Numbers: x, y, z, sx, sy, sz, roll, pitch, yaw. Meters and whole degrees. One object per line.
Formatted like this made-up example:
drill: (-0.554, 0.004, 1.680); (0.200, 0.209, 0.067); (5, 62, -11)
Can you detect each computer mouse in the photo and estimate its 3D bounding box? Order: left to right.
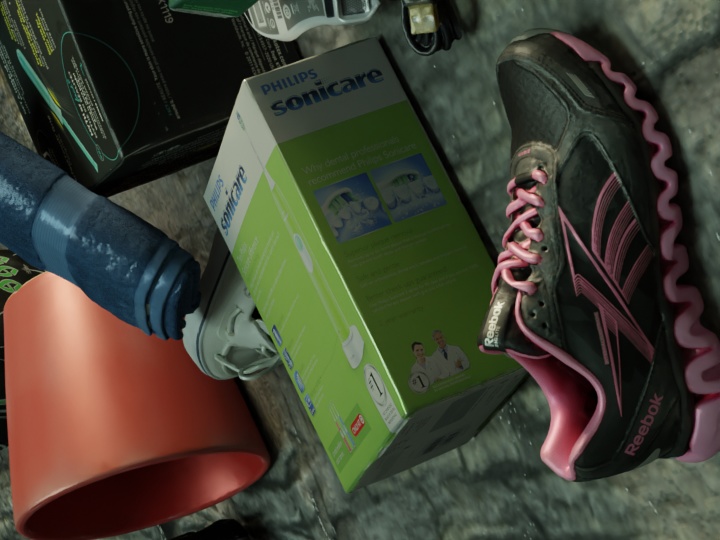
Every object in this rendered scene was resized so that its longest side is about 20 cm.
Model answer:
computer mouse: (-0.010, -0.162, 0.946); (0.200, 0.044, 0.110); (8, 118, 61)

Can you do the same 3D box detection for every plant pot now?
plant pot: (-0.187, 0.094, 1.429); (0.200, 0.200, 0.178); (118, 137, -63)

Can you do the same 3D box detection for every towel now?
towel: (-0.192, -0.028, 1.165); (0.200, 0.049, 0.112); (32, 162, 7)

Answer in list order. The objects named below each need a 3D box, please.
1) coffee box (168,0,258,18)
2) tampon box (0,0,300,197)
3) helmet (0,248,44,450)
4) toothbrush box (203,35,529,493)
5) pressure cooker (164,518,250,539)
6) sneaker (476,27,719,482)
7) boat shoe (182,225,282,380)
coffee box: (-0.040, -0.210, 0.888); (0.200, 0.044, 0.123); (-21, 67, 62)
tampon box: (-0.141, -0.139, 1.164); (0.150, 0.126, 0.200); (68, 159, -1)
helmet: (-0.361, 0.076, 1.809); (0.200, 0.190, 0.201); (-11, 75, 43)
toothbrush box: (0.000, 0.000, 1.009); (0.200, 0.086, 0.146); (62, 158, 16)
pressure cooker: (-0.144, 0.323, 1.532); (0.179, 0.175, 0.201); (140, 111, -71)
sneaker: (0.088, -0.002, 0.786); (0.079, 0.095, 0.201); (-14, 95, 70)
boat shoe: (-0.057, 0.030, 1.212); (0.086, 0.074, 0.202); (51, 146, 21)
